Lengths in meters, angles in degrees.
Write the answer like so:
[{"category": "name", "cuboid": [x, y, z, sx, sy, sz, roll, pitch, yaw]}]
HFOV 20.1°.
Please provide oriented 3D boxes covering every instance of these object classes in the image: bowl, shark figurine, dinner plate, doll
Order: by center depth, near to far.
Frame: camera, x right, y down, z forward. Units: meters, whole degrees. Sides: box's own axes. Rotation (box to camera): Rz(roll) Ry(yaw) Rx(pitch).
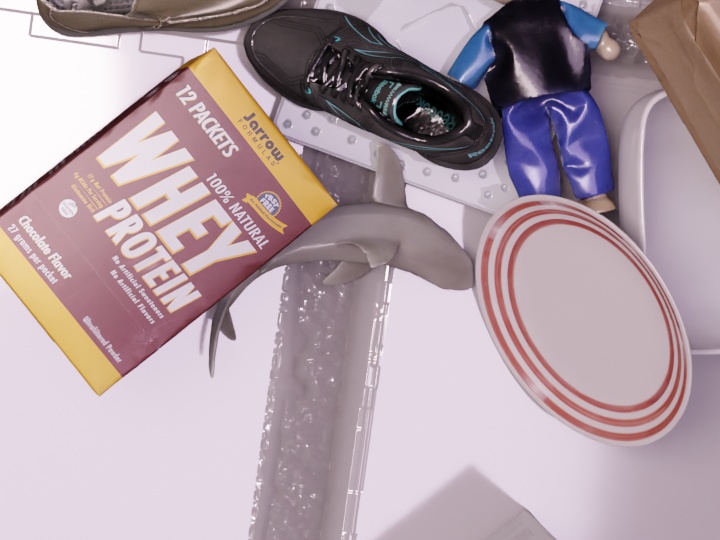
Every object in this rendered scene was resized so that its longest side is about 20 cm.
[{"category": "shark figurine", "cuboid": [-0.019, -0.007, 1.458, 0.214, 0.090, 0.128, -16, 118, -11]}, {"category": "dinner plate", "cuboid": [0.162, 0.034, 1.459, 0.024, 0.200, 0.200, -31, 99, -33]}, {"category": "doll", "cuboid": [0.124, -0.133, 1.475, 0.136, 0.048, 0.200, -13, 96, -1]}, {"category": "bowl", "cuboid": [0.271, -0.042, 1.497, 0.200, 0.075, 0.200, -5, 95, -25]}]

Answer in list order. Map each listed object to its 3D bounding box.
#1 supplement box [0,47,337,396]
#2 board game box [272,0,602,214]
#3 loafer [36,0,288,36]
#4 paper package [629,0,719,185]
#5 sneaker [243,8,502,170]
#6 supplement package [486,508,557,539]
[{"category": "supplement box", "cuboid": [-0.144, -0.038, 1.397, 0.200, 0.197, 0.133, -39, 98, -4]}, {"category": "board game box", "cuboid": [0.059, -0.162, 1.502, 0.200, 0.026, 0.200, 20, 92, -8]}, {"category": "loafer", "cuboid": [-0.138, -0.201, 1.427, 0.200, 0.070, 0.075, -11, 91, 10]}, {"category": "paper package", "cuboid": [0.316, -0.158, 1.421, 0.200, 0.103, 0.191, -39, 105, -22]}, {"category": "sneaker", "cuboid": [0.007, -0.135, 1.430, 0.200, 0.079, 0.076, 24, 93, 10]}, {"category": "supplement package", "cuboid": [0.106, 0.300, 1.455, 0.191, 0.200, 0.147, -38, 98, -3]}]
